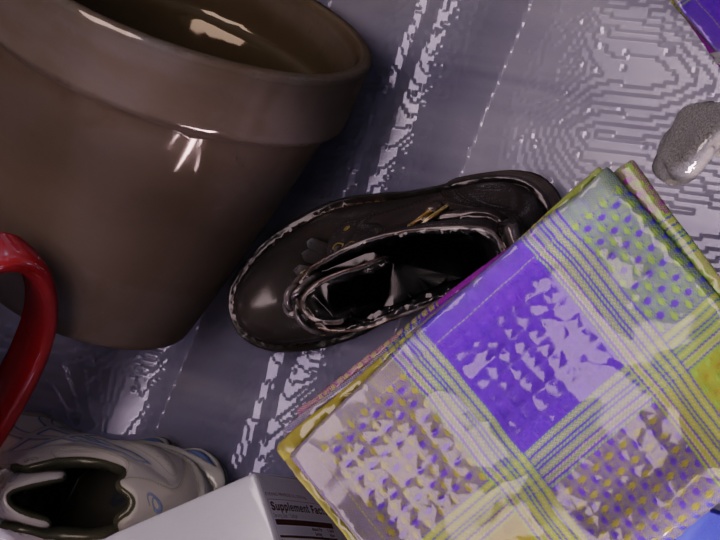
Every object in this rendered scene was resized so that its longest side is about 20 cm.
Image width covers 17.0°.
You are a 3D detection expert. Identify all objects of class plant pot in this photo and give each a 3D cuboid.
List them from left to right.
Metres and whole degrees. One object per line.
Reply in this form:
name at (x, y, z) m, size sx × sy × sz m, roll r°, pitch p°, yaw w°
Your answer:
plant pot at (-0.114, -0.062, 1.212) m, size 0.199 × 0.200 × 0.174 m, roll 30°, pitch 112°, yaw 25°

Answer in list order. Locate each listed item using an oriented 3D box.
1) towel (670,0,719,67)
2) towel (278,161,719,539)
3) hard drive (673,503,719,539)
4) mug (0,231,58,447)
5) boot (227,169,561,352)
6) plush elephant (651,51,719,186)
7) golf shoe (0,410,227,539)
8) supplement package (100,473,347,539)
towel at (0.230, -0.133, 1.137) m, size 0.144 × 0.023 × 0.200 m, roll -41°, pitch 68°, yaw 15°
towel at (0.074, 0.068, 1.012) m, size 0.200 × 0.023 × 0.144 m, roll -39°, pitch 77°, yaw 18°
hard drive at (0.110, 0.185, 1.085) m, size 0.025 × 0.132 × 0.200 m, roll 42°, pitch 101°, yaw 31°
mug at (-0.232, 0.074, 1.143) m, size 0.176 × 0.201 × 0.134 m, roll -1°, pitch 43°, yaw 0°
boot at (0.000, 0.000, 1.135) m, size 0.199 × 0.174 × 0.070 m, roll -21°, pitch 92°, yaw 20°
plush elephant at (0.216, -0.067, 1.034) m, size 0.200 × 0.155 × 0.165 m, roll 36°, pitch 99°, yaw 25°
golf shoe at (-0.171, 0.110, 1.249) m, size 0.199 × 0.097 × 0.079 m, roll -1°, pitch 83°, yaw 26°
supplement package at (-0.067, 0.227, 1.153) m, size 0.191 × 0.147 × 0.201 m, roll -24°, pitch 73°, yaw 20°
